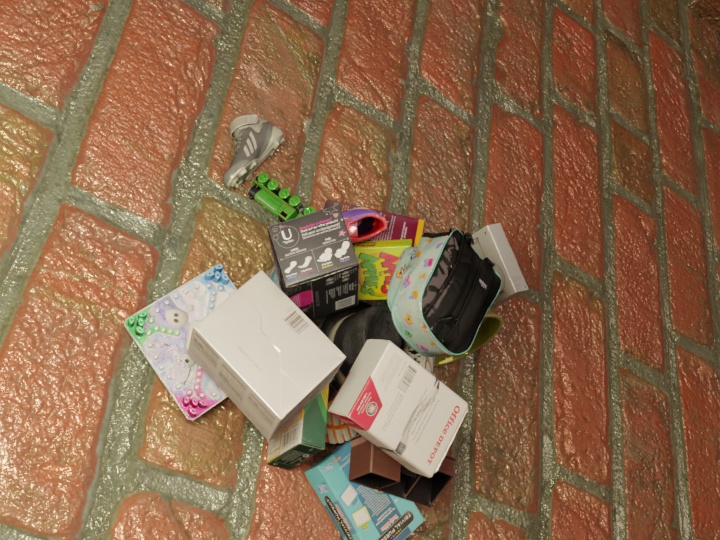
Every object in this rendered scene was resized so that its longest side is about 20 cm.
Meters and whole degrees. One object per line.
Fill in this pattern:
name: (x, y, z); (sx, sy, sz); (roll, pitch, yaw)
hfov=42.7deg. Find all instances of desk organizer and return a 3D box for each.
desk organizer: (0.075, 0.355, 1.645); (0.198, 0.071, 0.078); (25, 54, -30)

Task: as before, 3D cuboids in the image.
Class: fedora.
fedora: (0.016, 0.132, 1.649); (0.198, 0.092, 0.203); (15, 56, -23)

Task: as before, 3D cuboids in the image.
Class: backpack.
backpack: (0.136, 0.050, 1.621); (0.176, 0.152, 0.202); (47, 49, -32)

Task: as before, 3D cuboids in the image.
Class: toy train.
toy train: (-0.139, -0.117, 1.744); (0.199, 0.042, 0.056); (36, 75, 27)

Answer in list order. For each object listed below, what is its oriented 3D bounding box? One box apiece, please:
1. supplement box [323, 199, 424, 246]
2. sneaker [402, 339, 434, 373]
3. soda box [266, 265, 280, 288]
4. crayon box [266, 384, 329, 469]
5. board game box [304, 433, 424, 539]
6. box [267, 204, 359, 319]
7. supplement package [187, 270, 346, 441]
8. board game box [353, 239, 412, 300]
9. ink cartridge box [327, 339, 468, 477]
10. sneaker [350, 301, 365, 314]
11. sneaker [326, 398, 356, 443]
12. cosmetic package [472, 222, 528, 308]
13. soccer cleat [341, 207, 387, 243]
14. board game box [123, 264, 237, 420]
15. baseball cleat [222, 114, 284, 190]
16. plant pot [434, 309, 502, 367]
supplement box: (0.017, -0.054, 1.794); (0.197, 0.111, 0.087); (12, 53, 2)
sneaker: (0.105, 0.172, 1.744); (0.071, 0.203, 0.073); (8, 29, 11)
soda box: (-0.153, 0.087, 1.659); (0.063, 0.068, 0.202); (23, 53, -18)
crayon box: (-0.105, 0.224, 1.587); (0.051, 0.126, 0.203); (18, 56, -26)
board game box: (0.009, 0.404, 1.644); (0.150, 0.047, 0.202); (-29, 88, -46)
box: (-0.076, -0.006, 1.562); (0.130, 0.200, 0.116); (-18, 70, -7)
supplement package: (-0.152, 0.136, 1.478); (0.200, 0.111, 0.155); (45, 60, 9)
board game box: (0.000, 0.000, 1.719); (0.048, 0.196, 0.103); (-70, 157, -72)
ink cartridge box: (0.067, 0.233, 1.559); (0.199, 0.083, 0.146); (39, 70, -23)
sneaker: (-0.016, 0.090, 1.771); (0.073, 0.079, 0.202); (28, 51, -23)
sneaker: (-0.027, 0.256, 1.677); (0.198, 0.077, 0.080); (-13, 105, -36)
cosmetic package: (0.243, 0.012, 1.946); (0.051, 0.199, 0.153); (-9, 72, -43)
soccer cleat: (-0.045, -0.071, 1.665); (0.197, 0.073, 0.069); (-16, 105, -27)
board game box: (-0.258, 0.113, 1.536); (0.199, 0.026, 0.201); (-33, 82, -30)
baseball cleat: (-0.229, -0.233, 1.785); (0.106, 0.070, 0.200); (38, 42, 1)
plant pot: (0.162, 0.067, 1.872); (0.198, 0.200, 0.186); (-1, 57, -40)
